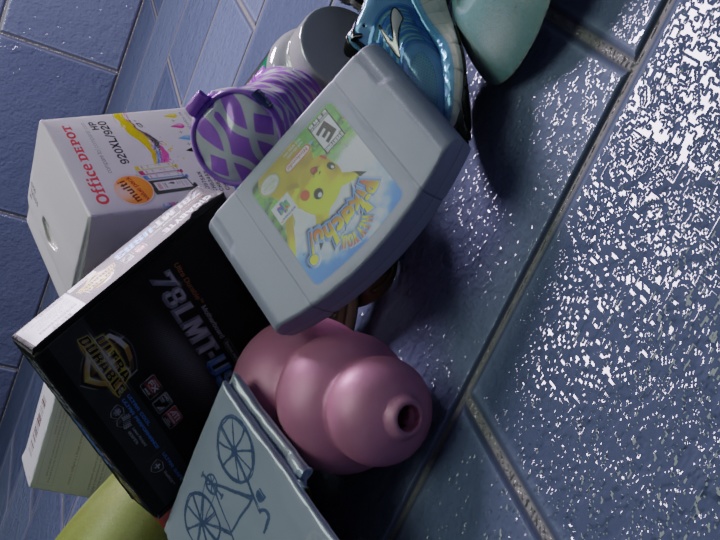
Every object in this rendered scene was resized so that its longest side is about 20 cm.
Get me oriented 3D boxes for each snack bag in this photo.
[{"bbox_3d":[-0.074,0.210,0.789,0.200,0.021,0.189,48,130,31],"label":"snack bag"}]

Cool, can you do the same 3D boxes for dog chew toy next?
[{"bbox_3d":[-0.018,0.100,0.800,0.200,0.124,0.125,3,78,59],"label":"dog chew toy"}]

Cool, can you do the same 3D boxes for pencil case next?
[{"bbox_3d":[-0.086,-0.129,0.901,0.084,0.085,0.200,-54,1,17],"label":"pencil case"}]

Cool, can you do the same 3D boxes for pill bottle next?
[{"bbox_3d":[-0.059,-0.178,1.079,0.200,0.113,0.114,-38,42,56],"label":"pill bottle"}]

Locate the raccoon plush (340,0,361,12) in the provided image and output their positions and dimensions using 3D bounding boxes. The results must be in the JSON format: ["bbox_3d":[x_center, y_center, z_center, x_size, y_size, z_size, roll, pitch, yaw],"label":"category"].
[{"bbox_3d":[-0.017,-0.259,0.977,0.199,0.097,0.134,-8,43,19],"label":"raccoon plush"}]

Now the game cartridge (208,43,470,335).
[{"bbox_3d":[-0.018,-0.053,0.777,0.200,0.040,0.134,-47,63,17],"label":"game cartridge"}]

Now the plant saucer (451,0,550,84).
[{"bbox_3d":[0.103,-0.243,0.786,0.201,0.038,0.202,-173,90,-78],"label":"plant saucer"}]

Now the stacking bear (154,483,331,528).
[{"bbox_3d":[-0.088,0.211,0.908,0.200,0.121,0.114,27,108,58],"label":"stacking bear"}]

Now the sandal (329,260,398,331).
[{"bbox_3d":[0.000,0.000,0.908,0.080,0.057,0.202,-111,28,-51],"label":"sandal"}]

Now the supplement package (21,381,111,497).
[{"bbox_3d":[-0.278,0.199,1.226,0.117,0.199,0.118,17,91,67],"label":"supplement package"}]

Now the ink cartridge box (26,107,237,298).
[{"bbox_3d":[-0.218,-0.064,1.070,0.147,0.199,0.145,55,140,31],"label":"ink cartridge box"}]

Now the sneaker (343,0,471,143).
[{"bbox_3d":[0.034,-0.167,0.832,0.078,0.089,0.201,70,-174,-62],"label":"sneaker"}]

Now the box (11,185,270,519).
[{"bbox_3d":[-0.150,0.068,0.867,0.198,0.201,0.050,-41,36,-22],"label":"box"}]

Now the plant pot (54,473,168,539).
[{"bbox_3d":[-0.204,0.265,1.078,0.201,0.187,0.187,-60,22,-5],"label":"plant pot"}]
